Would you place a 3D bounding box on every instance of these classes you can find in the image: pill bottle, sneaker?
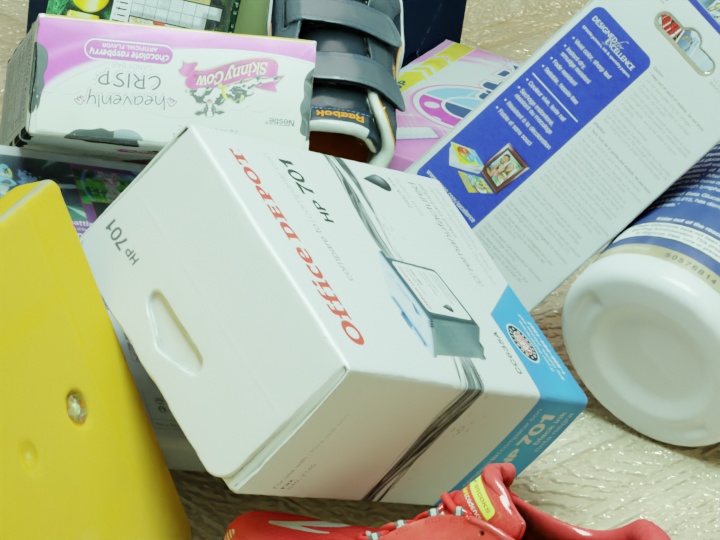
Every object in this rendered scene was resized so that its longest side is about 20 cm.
[{"bbox_3d":[0.199,-0.010,1.446,0.111,0.111,0.200,22,47,27],"label":"pill bottle"},{"bbox_3d":[-0.013,-0.102,1.515,0.078,0.200,0.079,5,-10,-8],"label":"sneaker"},{"bbox_3d":[0.040,0.119,1.209,0.200,0.085,0.077,9,24,0],"label":"sneaker"}]

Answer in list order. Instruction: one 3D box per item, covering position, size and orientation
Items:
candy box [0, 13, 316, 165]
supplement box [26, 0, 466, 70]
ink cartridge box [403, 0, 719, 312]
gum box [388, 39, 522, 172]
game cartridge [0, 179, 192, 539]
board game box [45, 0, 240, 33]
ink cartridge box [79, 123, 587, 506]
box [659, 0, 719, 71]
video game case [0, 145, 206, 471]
[{"bbox_3d":[-0.106,-0.082,1.413,0.136,0.061,0.200,5,-3,-12],"label":"candy box"},{"bbox_3d":[-0.067,-0.152,1.704,0.200,0.134,0.200,20,27,22],"label":"supplement box"},{"bbox_3d":[0.102,-0.059,1.409,0.095,0.200,0.037,47,12,-1],"label":"ink cartridge box"},{"bbox_3d":[0.054,-0.064,1.633,0.113,0.066,0.200,19,27,20],"label":"gum box"},{"bbox_3d":[-0.146,0.078,1.142,0.032,0.176,0.200,-12,16,27],"label":"game cartridge"},{"bbox_3d":[-0.124,-0.120,1.547,0.105,0.200,0.023,13,2,13],"label":"board game box"},{"bbox_3d":[-0.010,0.025,1.269,0.200,0.086,0.146,12,39,-56],"label":"ink cartridge box"},{"bbox_3d":[0.217,-0.115,1.597,0.038,0.200,0.137,18,60,-31],"label":"box"},{"bbox_3d":[-0.095,0.020,1.334,0.200,0.023,0.182,7,45,-33],"label":"video game case"}]
